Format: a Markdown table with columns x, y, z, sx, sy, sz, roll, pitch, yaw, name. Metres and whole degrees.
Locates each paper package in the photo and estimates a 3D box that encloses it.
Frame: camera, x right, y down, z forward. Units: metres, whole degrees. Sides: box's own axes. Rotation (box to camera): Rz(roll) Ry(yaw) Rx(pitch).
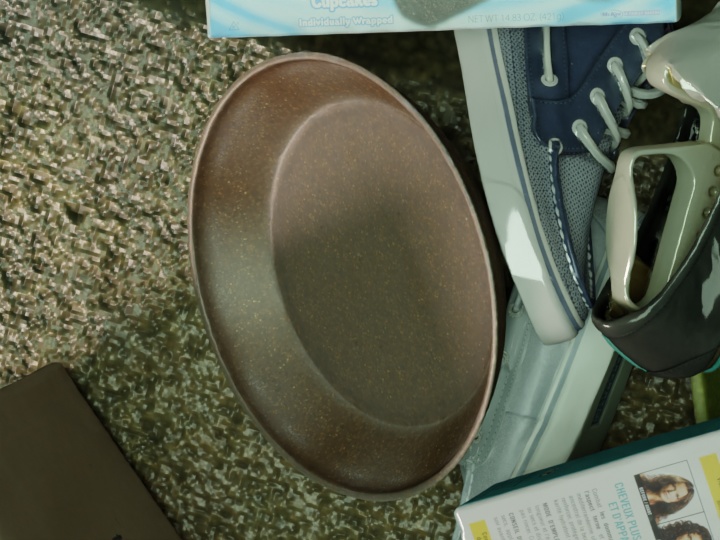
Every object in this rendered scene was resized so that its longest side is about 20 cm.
| x | y | z | sx | sy | sz | roll | pitch | yaw | name |
| --- | --- | --- | --- | --- | --- | --- | --- | --- | --- |
| -0.143 | 0.160 | 1.306 | 0.103 | 0.191 | 0.200 | -35 | 89 | 14 | paper package |

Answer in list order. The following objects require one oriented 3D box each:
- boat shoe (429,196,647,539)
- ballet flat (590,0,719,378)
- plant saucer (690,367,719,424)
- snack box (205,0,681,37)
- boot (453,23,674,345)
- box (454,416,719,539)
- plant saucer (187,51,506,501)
| x | y | z | sx | sy | sz | roll | pitch | yaw | name |
| --- | --- | --- | --- | --- | --- | --- | --- | --- | --- |
| 0.072 | 0.059 | 1.314 | 0.071 | 0.070 | 0.202 | 25 | 98 | 18 | boat shoe |
| 0.146 | -0.054 | 1.220 | 0.068 | 0.068 | 0.201 | 17 | 89 | -25 | ballet flat |
| 0.255 | 0.117 | 1.288 | 0.199 | 0.048 | 0.201 | -6 | 97 | 13 | plant saucer |
| 0.032 | -0.159 | 1.224 | 0.199 | 0.037 | 0.117 | -2 | 100 | 10 | snack box |
| 0.095 | -0.073 | 1.257 | 0.090 | 0.073 | 0.201 | -15 | 72 | 11 | boot |
| 0.145 | 0.104 | 1.196 | 0.199 | 0.049 | 0.083 | -18 | 92 | 24 | box |
| 0.000 | 0.000 | 1.293 | 0.200 | 0.037 | 0.201 | 20 | 117 | 43 | plant saucer |
